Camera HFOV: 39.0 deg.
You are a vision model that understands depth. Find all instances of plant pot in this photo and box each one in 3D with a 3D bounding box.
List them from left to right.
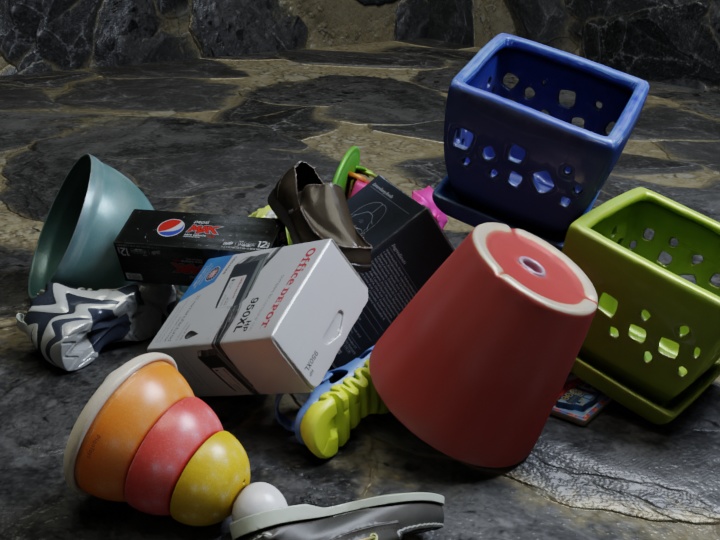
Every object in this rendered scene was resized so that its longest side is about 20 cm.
[{"bbox_3d":[-0.339,-0.037,1.351,0.133,0.202,0.200,22,11,-27],"label":"plant pot"},{"bbox_3d":[0.132,0.064,1.017,0.199,0.178,0.201,22,27,-12],"label":"plant pot"},{"bbox_3d":[0.202,-0.141,1.190,0.198,0.181,0.200,24,37,14],"label":"plant pot"},{"bbox_3d":[0.328,0.043,1.136,0.199,0.183,0.198,32,34,27],"label":"plant pot"}]

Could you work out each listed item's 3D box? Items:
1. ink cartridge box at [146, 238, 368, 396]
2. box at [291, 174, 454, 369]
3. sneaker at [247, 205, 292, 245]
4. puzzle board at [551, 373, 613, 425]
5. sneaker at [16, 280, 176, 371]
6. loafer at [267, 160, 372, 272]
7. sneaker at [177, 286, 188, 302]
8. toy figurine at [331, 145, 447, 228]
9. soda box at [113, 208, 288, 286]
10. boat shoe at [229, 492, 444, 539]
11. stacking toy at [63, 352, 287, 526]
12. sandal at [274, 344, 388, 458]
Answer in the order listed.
[{"bbox_3d":[-0.109,0.053,1.087,0.199,0.084,0.145,-8,40,40],"label":"ink cartridge box"},{"bbox_3d":[0.000,0.000,1.240,0.199,0.107,0.148,-38,29,-5],"label":"box"},{"bbox_3d":[-0.142,-0.042,1.345,0.104,0.077,0.200,-19,-4,3],"label":"sneaker"},{"bbox_3d":[0.240,0.117,1.205,0.150,0.018,0.199,16,25,33],"label":"puzzle board"},{"bbox_3d":[-0.333,0.045,1.253,0.129,0.080,0.199,24,39,28],"label":"sneaker"},{"bbox_3d":[-0.046,-0.065,1.153,0.072,0.072,0.200,3,28,-37],"label":"loafer"},{"bbox_3d":[-0.157,-0.005,1.398,0.198,0.083,0.074,-14,26,-36],"label":"sneaker"},{"bbox_3d":[0.053,-0.098,1.655,0.182,0.152,0.200,20,-1,9],"label":"toy figurine"},{"bbox_3d":[-0.188,-0.024,1.218,0.198,0.064,0.071,5,41,13],"label":"soda box"},{"bbox_3d":[-0.012,0.225,0.842,0.199,0.061,0.072,-1,-25,-31],"label":"boat shoe"},{"bbox_3d":[-0.149,0.180,0.903,0.199,0.147,0.146,31,30,17],"label":"stacking toy"},{"bbox_3d":[-0.019,0.125,1.082,0.086,0.080,0.199,11,21,34],"label":"sandal"}]
